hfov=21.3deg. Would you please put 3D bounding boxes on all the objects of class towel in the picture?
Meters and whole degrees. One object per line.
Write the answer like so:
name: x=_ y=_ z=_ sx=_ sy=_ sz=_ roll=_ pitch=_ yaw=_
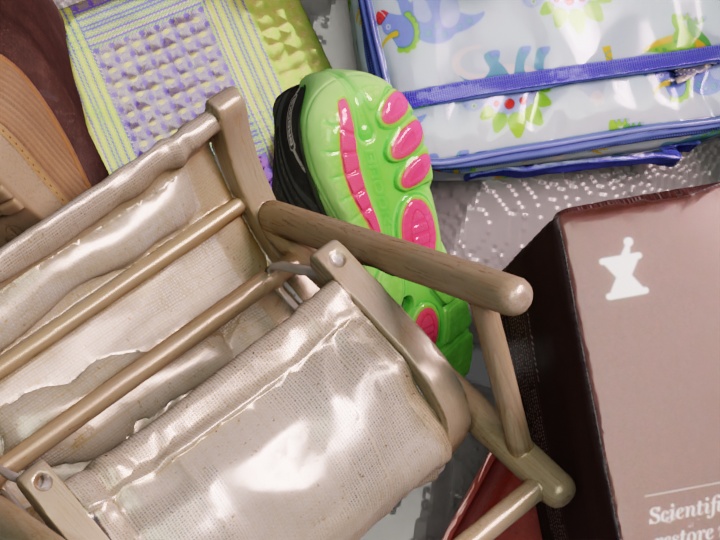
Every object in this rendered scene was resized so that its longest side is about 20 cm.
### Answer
towel: x=-0.109 y=-0.067 z=0.938 sx=0.200 sy=0.023 sz=0.144 roll=-24 pitch=84 yaw=-7

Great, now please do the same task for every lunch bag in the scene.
lunch bag: x=0.096 y=-0.126 z=0.930 sx=0.200 sy=0.082 sz=0.161 roll=-7 pitch=86 yaw=-3

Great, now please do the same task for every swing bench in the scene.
swing bench: x=-0.060 y=0.058 z=0.748 sx=0.199 sy=0.130 sz=0.200 roll=-36 pitch=45 yaw=-21

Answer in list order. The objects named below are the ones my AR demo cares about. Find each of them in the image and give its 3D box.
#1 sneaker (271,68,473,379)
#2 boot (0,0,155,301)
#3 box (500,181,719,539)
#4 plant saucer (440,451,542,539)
sneaker: x=0.000 y=0.000 z=0.904 sx=0.077 sy=0.084 sz=0.200 roll=-15 pitch=110 yaw=-27
boot: x=-0.135 y=-0.054 z=0.875 sx=0.072 sy=0.200 sz=0.167 roll=-17 pitch=48 yaw=13
box: x=0.160 y=0.055 z=0.815 sx=0.166 sy=0.200 sz=0.165 roll=-9 pitch=83 yaw=-4
plant saucer: x=0.165 y=0.105 z=0.927 sx=0.200 sy=0.037 sz=0.200 roll=29 pitch=82 yaw=1
